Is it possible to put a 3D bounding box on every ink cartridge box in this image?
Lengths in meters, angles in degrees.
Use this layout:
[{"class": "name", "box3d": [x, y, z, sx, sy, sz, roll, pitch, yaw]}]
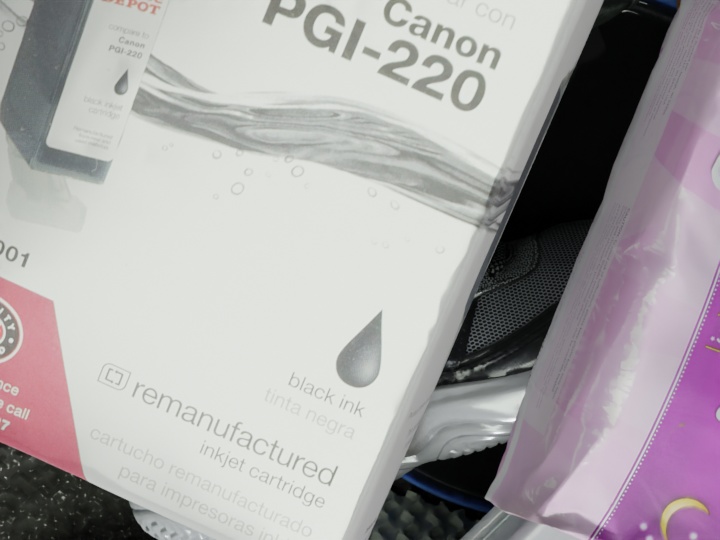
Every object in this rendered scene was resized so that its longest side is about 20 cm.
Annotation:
[{"class": "ink cartridge box", "box3d": [-0.028, -0.040, 0.635, 0.146, 0.085, 0.200, 24, 101, 4]}]

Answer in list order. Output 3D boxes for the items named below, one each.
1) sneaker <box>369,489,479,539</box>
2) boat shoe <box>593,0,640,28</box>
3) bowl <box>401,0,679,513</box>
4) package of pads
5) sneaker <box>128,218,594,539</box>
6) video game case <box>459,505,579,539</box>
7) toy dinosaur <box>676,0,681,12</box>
[{"class": "sneaker", "box3d": [0.043, 0.136, 0.813, 0.200, 0.070, 0.100, 6, 116, 7]}, {"class": "boat shoe", "box3d": [0.032, -0.161, 0.692, 0.071, 0.072, 0.200, -23, 98, -18]}, {"class": "bowl", "box3d": [0.062, -0.009, 0.764, 0.200, 0.039, 0.201, 3, 113, 8]}, {"class": "package of pads", "box3d": [0.123, -0.008, 0.627, 0.120, 0.076, 0.200, 21, 95, -4]}, {"class": "sneaker", "box3d": [0.000, 0.000, 0.715, 0.200, 0.075, 0.114, -24, 105, 15]}, {"class": "video game case", "box3d": [0.093, 0.126, 0.740, 0.182, 0.023, 0.200, -44, 131, 1]}, {"class": "toy dinosaur", "box3d": [0.135, -0.114, 0.703, 0.200, 0.106, 0.060, 50, 150, -16]}]
